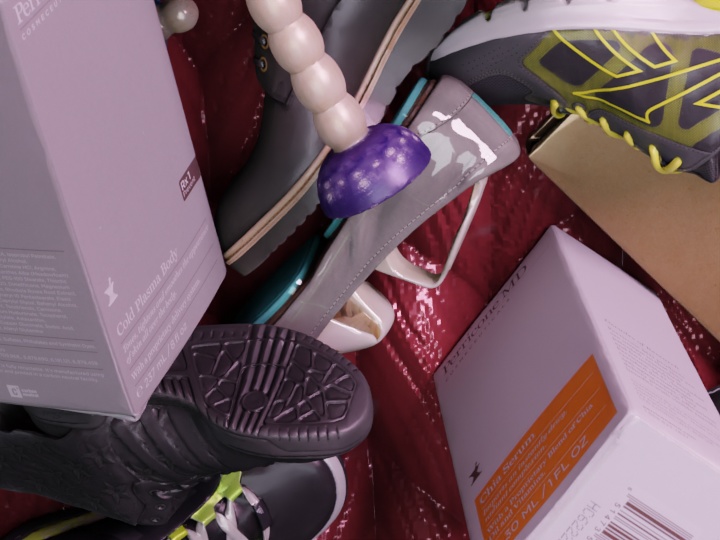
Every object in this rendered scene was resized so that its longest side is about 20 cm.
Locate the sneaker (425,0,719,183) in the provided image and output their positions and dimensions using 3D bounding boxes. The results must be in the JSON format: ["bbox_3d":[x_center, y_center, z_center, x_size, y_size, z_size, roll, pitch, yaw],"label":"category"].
[{"bbox_3d":[0.123,-0.079,0.842,0.198,0.074,0.086,-4,90,19],"label":"sneaker"}]

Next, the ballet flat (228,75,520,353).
[{"bbox_3d":[0.000,0.000,0.877,0.063,0.068,0.200,36,121,-6],"label":"ballet flat"}]

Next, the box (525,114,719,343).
[{"bbox_3d":[0.200,-0.048,0.918,0.200,0.021,0.163,41,104,-19],"label":"box"}]

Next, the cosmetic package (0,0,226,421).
[{"bbox_3d":[-0.128,-0.051,0.792,0.089,0.107,0.201,6,131,21],"label":"cosmetic package"}]

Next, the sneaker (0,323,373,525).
[{"bbox_3d":[-0.086,0.074,0.883,0.198,0.060,0.105,7,141,13],"label":"sneaker"}]

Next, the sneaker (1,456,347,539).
[{"bbox_3d":[-0.095,0.144,0.941,0.198,0.083,0.072,-25,113,6],"label":"sneaker"}]

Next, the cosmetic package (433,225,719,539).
[{"bbox_3d":[0.096,0.070,0.862,0.071,0.200,0.102,33,106,-16],"label":"cosmetic package"}]

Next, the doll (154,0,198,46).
[{"bbox_3d":[-0.118,-0.155,0.824,0.136,0.048,0.200,39,120,3],"label":"doll"}]

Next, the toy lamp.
[{"bbox_3d":[-0.041,-0.116,0.763,0.058,0.058,0.201,-29,108,7],"label":"toy lamp"}]

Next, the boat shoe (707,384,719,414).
[{"bbox_3d":[0.146,0.097,0.945,0.068,0.074,0.199,36,123,-10],"label":"boat shoe"}]

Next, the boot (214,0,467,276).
[{"bbox_3d":[-0.041,-0.113,0.856,0.138,0.078,0.201,34,101,-6],"label":"boot"}]
